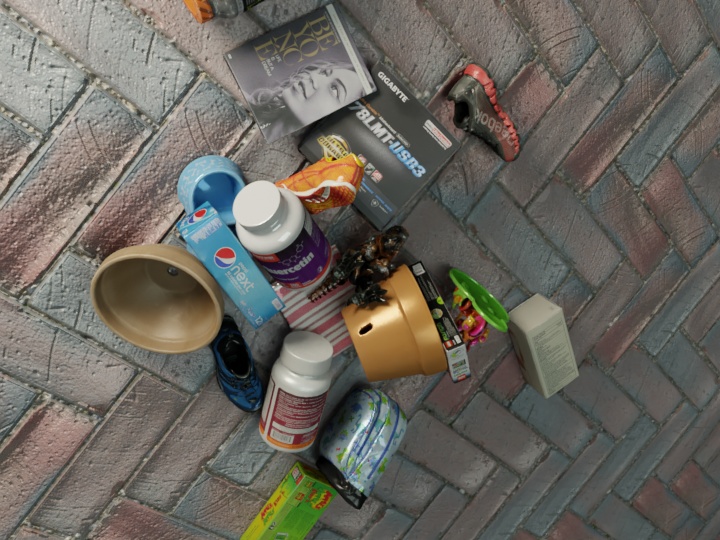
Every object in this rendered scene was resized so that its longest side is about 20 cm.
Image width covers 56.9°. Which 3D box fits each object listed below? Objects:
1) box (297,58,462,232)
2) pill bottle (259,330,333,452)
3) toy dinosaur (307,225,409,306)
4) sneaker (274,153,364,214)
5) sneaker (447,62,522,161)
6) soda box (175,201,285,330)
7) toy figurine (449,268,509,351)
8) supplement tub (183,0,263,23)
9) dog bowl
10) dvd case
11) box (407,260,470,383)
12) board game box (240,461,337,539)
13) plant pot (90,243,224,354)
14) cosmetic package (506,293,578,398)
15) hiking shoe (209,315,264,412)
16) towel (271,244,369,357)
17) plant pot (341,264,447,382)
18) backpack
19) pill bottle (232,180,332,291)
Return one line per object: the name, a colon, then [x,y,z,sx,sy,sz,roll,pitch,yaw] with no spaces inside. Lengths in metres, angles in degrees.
box: [0.031,-0.203,1.098,0.200,0.050,0.199,44,90,-6]
pill bottle: [-0.114,0.218,1.197,0.108,0.110,0.202,2,119,-27]
toy dinosaur: [0.000,0.000,1.148,0.102,0.136,0.201,32,108,-11]
sneaker: [-0.064,-0.137,1.050,0.073,0.199,0.078,40,63,-37]
sneaker: [0.221,-0.267,1.200,0.098,0.071,0.201,-41,121,-6]
soda box: [-0.201,-0.006,1.040,0.064,0.068,0.201,-37,122,-9]
toy figurine: [0.182,0.125,1.292,0.149,0.200,0.185,33,107,-19]
supplement tub: [-0.158,-0.430,0.909,0.199,0.122,0.123,-34,122,-11]
dog bowl: [-0.226,-0.080,1.066,0.110,0.050,0.202,-13,117,-22]
dvd case: [-0.091,-0.306,1.029,0.199,0.016,0.150,-29,100,-13]
box: [0.138,0.090,1.189,0.034,0.201,0.111,-22,139,-2]
board game box: [-0.143,0.496,1.351,0.101,0.048,0.201,35,93,-34]
plant pot: [-0.302,0.028,1.026,0.198,0.093,0.203,2,129,3]
cosmetic package: [0.400,0.167,1.463,0.103,0.087,0.201,-30,122,-11]
hiking shoe: [-0.216,0.180,1.158,0.074,0.087,0.202,-26,120,-14]
towel: [-0.069,0.068,1.223,0.145,0.030,0.201,-32,119,-12]
plant pot: [0.053,0.108,1.178,0.139,0.200,0.202,-23,120,-3]
backpack: [0.004,0.331,1.297,0.200,0.163,0.154,-40,108,-14]
pill bottle: [-0.124,-0.054,1.051,0.112,0.112,0.200,-42,149,-5]
